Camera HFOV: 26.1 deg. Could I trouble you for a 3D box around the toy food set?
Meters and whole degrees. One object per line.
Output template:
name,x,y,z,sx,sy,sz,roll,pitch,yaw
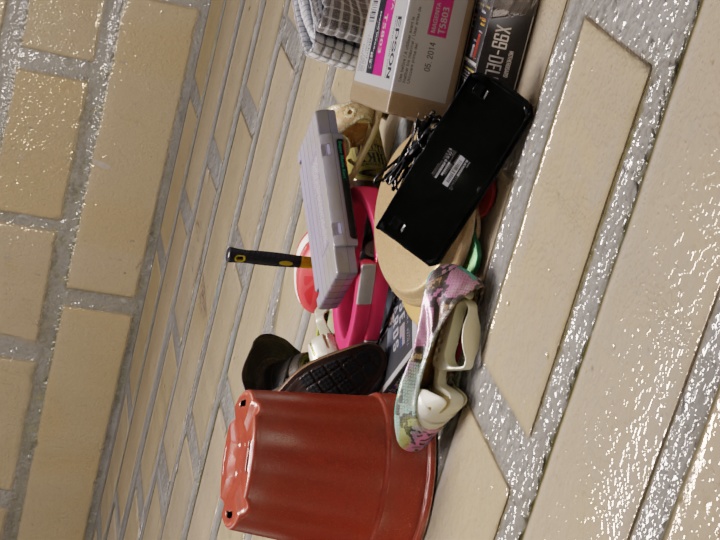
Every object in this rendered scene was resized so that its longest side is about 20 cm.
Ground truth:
toy food set,0.076,-0.057,1.643,0.199,0.048,0.201,-59,37,39

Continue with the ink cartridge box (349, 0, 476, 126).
ink cartridge box,0.059,-0.261,1.628,0.165,0.074,0.203,-145,66,-74

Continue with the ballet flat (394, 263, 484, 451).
ballet flat,0.083,0.096,1.558,0.071,0.069,0.203,25,107,47

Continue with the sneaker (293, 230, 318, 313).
sneaker,-0.034,-0.015,2.000,0.116,0.077,0.202,-107,29,-61

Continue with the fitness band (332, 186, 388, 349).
fitness band,0.000,0.000,1.808,0.144,0.037,0.202,-106,22,-55

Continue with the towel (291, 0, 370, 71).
towel,0.010,-0.311,1.855,0.201,0.164,0.086,-101,29,-49

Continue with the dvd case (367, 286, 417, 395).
dvd case,0.040,0.068,1.781,0.200,0.024,0.152,122,153,-56

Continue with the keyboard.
keyboard,0.088,-0.111,1.555,0.201,0.104,0.040,-57,-10,23

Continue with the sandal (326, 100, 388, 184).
sandal,-0.009,-0.180,1.872,0.213,0.069,0.078,-63,2,-38

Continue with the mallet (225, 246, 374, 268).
mallet,-0.064,-0.018,1.886,0.066,0.198,0.041,-65,28,25

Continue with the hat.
hat,-0.061,0.163,1.934,0.080,0.200,0.203,-22,49,25

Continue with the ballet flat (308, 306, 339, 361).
ballet flat,-0.036,0.092,1.895,0.067,0.066,0.201,59,-159,-31

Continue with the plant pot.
plant pot,-0.042,0.215,1.671,0.201,0.193,0.204,-171,90,-74

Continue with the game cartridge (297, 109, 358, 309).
game cartridge,-0.037,-0.070,1.805,0.130,0.038,0.203,129,136,-64

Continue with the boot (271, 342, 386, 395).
boot,-0.058,0.134,1.792,0.199,0.075,0.097,-34,14,7

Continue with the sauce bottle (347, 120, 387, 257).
sauce bottle,0.007,-0.108,1.924,0.065,0.064,0.202,119,146,-50

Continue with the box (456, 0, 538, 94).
box,0.119,-0.242,1.634,0.200,0.049,0.160,-124,46,-68
